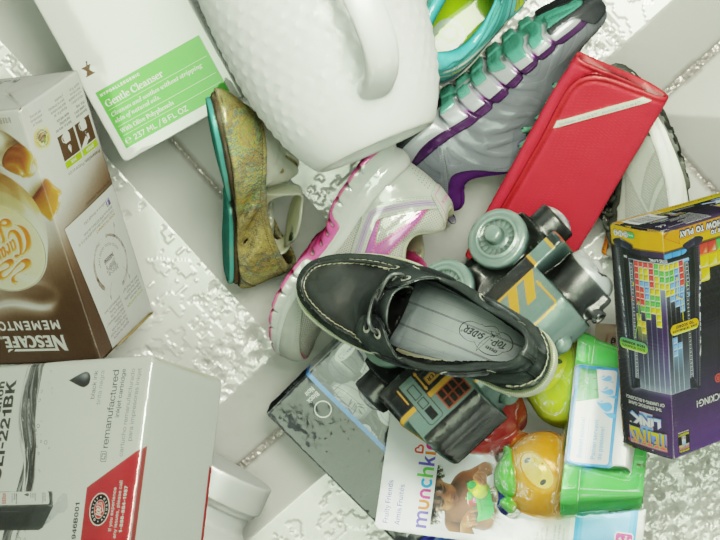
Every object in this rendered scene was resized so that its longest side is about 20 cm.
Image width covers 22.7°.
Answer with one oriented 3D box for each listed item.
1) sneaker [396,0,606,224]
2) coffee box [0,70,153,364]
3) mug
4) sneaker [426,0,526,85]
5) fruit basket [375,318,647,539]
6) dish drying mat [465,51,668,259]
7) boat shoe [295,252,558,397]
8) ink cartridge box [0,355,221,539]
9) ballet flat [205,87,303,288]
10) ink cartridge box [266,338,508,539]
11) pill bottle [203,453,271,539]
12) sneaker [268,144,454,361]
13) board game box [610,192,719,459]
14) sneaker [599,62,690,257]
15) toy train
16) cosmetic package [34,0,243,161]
[{"bbox_3d":[0.116,-0.122,1.337,0.200,0.075,0.088,-37,108,20],"label":"sneaker"},{"bbox_3d":[-0.244,-0.036,1.322,0.114,0.080,0.201,-3,115,28],"label":"coffee box"},{"bbox_3d":[-0.019,-0.167,1.205,0.147,0.200,0.176,-23,90,-12],"label":"mug"},{"bbox_3d":[0.102,-0.218,1.300,0.077,0.080,0.200,34,88,-2],"label":"sneaker"},{"bbox_3d":[0.120,0.114,1.340,0.199,0.094,0.186,9,71,3],"label":"fruit basket"},{"bbox_3d":[0.149,-0.067,1.317,0.076,0.018,0.200,21,129,-7],"label":"dish drying mat"},{"bbox_3d":[0.038,0.032,1.239,0.199,0.066,0.075,26,85,20],"label":"boat shoe"},{"bbox_3d":[-0.210,0.145,1.324,0.199,0.084,0.145,-6,71,36],"label":"ink cartridge box"},{"bbox_3d":[-0.075,-0.063,1.314,0.070,0.071,0.201,2,140,3],"label":"ballet flat"},{"bbox_3d":[0.030,0.144,1.402,0.200,0.039,0.099,44,99,-6],"label":"ink cartridge box"},{"bbox_3d":[-0.157,0.235,1.379,0.115,0.116,0.201,28,89,-3],"label":"pill bottle"},{"bbox_3d":[0.000,0.000,1.335,0.088,0.081,0.200,33,122,0],"label":"sneaker"},{"bbox_3d":[0.273,0.028,1.298,0.199,0.057,0.166,-16,106,-34],"label":"board game box"},{"bbox_3d":[0.209,-0.056,1.338,0.079,0.074,0.201,-15,100,11],"label":"sneaker"},{"bbox_3d":[0.090,0.045,1.297,0.200,0.085,0.114,-43,60,2],"label":"toy train"},{"bbox_3d":[-0.173,-0.196,1.322,0.107,0.085,0.201,-29,100,9],"label":"cosmetic package"}]
